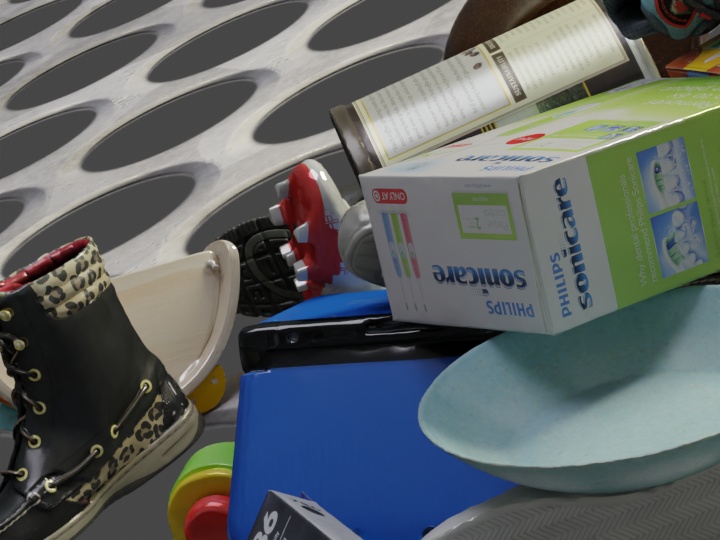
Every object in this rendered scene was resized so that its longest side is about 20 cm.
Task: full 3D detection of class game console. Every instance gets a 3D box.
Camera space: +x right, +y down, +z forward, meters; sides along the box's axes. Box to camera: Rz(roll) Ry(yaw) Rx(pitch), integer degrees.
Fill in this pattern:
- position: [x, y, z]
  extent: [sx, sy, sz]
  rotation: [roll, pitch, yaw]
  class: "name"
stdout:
- position: [0.041, 0.076, 1.369]
  extent: [0.199, 0.119, 0.171]
  rotation: [-4, 7, 20]
  class: "game console"

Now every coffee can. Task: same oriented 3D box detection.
- position: [0.098, -0.080, 1.649]
  extent: [0.200, 0.147, 0.146]
  rotation: [-25, 18, 0]
  class: "coffee can"

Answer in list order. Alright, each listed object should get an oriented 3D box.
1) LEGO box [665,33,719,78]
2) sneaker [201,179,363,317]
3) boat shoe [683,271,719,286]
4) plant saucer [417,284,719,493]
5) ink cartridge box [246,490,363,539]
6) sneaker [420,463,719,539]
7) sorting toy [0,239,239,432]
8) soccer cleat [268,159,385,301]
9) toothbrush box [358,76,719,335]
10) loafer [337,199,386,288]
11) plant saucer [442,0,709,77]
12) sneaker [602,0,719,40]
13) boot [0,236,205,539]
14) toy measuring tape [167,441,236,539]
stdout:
- position: [0.295, -0.094, 1.430]
  extent: [0.200, 0.149, 0.077]
  rotation: [-31, 18, -16]
  class: "LEGO box"
- position: [-0.022, -0.022, 1.793]
  extent: [0.199, 0.076, 0.091]
  rotation: [-18, 8, -1]
  class: "sneaker"
- position: [0.227, 0.021, 1.327]
  extent: [0.200, 0.072, 0.060]
  rotation: [-4, 24, 36]
  class: "boat shoe"
- position: [0.128, 0.063, 1.185]
  extent: [0.200, 0.039, 0.201]
  rotation: [-13, 18, 4]
  class: "plant saucer"
- position: [-0.030, 0.170, 1.213]
  extent: [0.100, 0.039, 0.200]
  rotation: [-67, 21, 1]
  class: "ink cartridge box"
- position: [0.115, 0.114, 1.220]
  extent: [0.199, 0.074, 0.116]
  rotation: [-16, 15, -1]
  class: "sneaker"
- position: [-0.189, 0.062, 1.717]
  extent: [0.200, 0.107, 0.180]
  rotation: [-17, 1, -22]
  class: "sorting toy"
- position: [0.000, 0.000, 1.508]
  extent: [0.085, 0.200, 0.069]
  rotation: [-19, 48, -7]
  class: "soccer cleat"
- position: [0.125, -0.037, 1.307]
  extent: [0.200, 0.086, 0.145]
  rotation: [-21, 13, -29]
  class: "toothbrush box"
- position: [0.068, -0.036, 1.408]
  extent: [0.200, 0.070, 0.070]
  rotation: [-9, 47, -34]
  class: "loafer"
- position: [0.155, -0.149, 1.738]
  extent: [0.200, 0.200, 0.035]
  rotation: [-24, 44, 1]
  class: "plant saucer"
- position: [0.205, -0.161, 1.400]
  extent: [0.096, 0.079, 0.200]
  rotation: [-42, 13, -18]
  class: "sneaker"
- position: [-0.208, 0.089, 1.563]
  extent: [0.203, 0.154, 0.073]
  rotation: [-35, 20, -27]
  class: "boot"
- position: [-0.105, 0.141, 1.419]
  extent: [0.200, 0.074, 0.074]
  rotation: [-17, 19, 22]
  class: "toy measuring tape"
